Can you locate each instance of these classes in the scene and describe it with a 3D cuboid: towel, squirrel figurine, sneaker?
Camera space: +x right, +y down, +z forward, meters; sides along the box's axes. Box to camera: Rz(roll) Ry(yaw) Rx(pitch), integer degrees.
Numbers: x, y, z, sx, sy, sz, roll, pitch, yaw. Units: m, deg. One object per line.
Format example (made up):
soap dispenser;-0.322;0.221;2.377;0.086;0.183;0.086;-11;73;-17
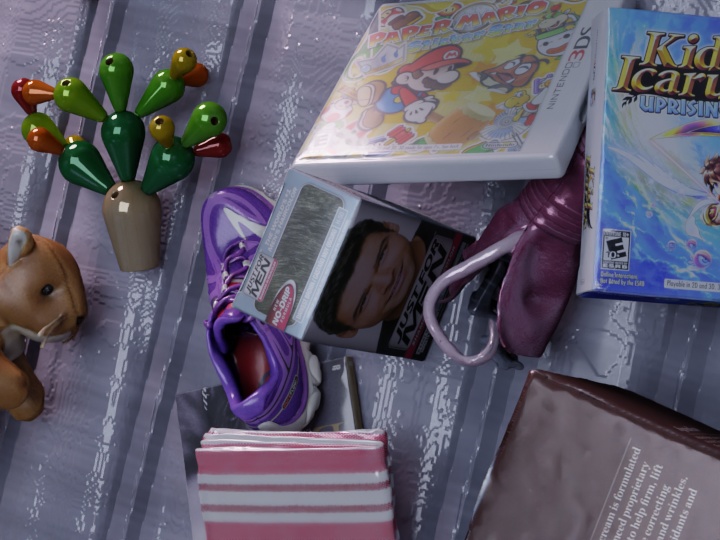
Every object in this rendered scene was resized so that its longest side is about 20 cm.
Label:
towel;-0.036;0.208;1.374;0.145;0.030;0.202;-2;104;22
squirrel figurine;-0.312;0.030;1.508;0.200;0.141;0.187;44;96;19
sneaker;-0.079;0.022;1.416;0.080;0.083;0.201;-24;63;18

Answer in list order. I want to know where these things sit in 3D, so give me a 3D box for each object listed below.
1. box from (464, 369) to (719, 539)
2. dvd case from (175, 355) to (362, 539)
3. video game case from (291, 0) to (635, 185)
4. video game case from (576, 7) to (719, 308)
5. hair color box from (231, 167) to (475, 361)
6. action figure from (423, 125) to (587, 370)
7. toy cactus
box;0.189;0.178;1.226;0.199;0.164;0.167;24;95;27
dvd case;-0.060;0.176;1.430;0.148;0.016;0.202;-13;78;23
video game case;0.072;-0.128;1.335;0.199;0.023;0.183;-1;44;30
video game case;0.243;-0.068;1.245;0.198;0.045;0.183;4;84;-7
hair color box;0.000;0.000;1.321;0.060;0.200;0.100;25;95;26
action figure;0.125;-0.043;1.304;0.134;0.148;0.201;46;117;29
toy cactus;-0.178;-0.085;1.493;0.199;0.102;0.166;-1;102;23
